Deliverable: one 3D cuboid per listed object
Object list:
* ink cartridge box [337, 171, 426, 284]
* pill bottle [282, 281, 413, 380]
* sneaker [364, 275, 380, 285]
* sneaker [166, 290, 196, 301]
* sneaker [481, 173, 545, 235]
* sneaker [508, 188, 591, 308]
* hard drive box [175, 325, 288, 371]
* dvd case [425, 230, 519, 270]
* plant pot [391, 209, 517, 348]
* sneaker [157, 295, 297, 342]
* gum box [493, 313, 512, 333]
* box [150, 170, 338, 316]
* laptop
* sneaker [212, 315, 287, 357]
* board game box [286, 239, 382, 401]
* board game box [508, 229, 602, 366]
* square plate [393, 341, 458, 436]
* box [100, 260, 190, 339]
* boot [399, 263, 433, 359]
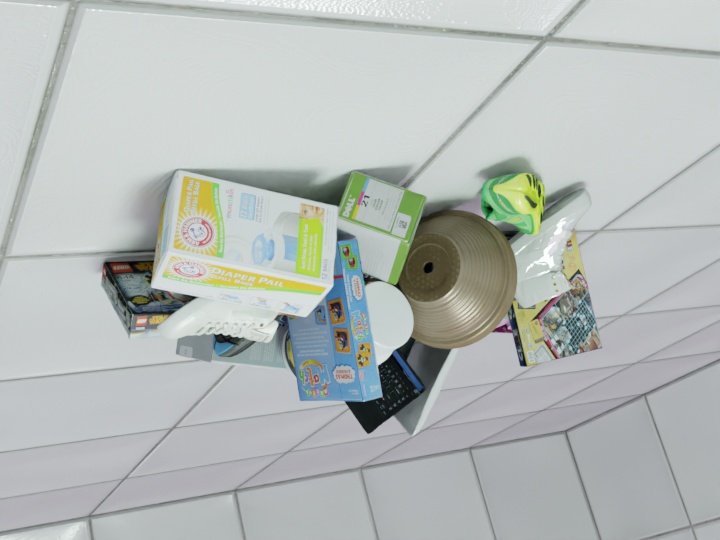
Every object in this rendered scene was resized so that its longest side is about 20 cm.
[{"bbox_3d":[-0.027,-0.069,1.251,0.199,0.076,0.148,20,158,2],"label":"ink cartridge box"},{"bbox_3d":[-0.019,0.093,1.354,0.114,0.115,0.200,0,160,-35],"label":"pill bottle"},{"bbox_3d":[0.000,0.000,1.441,0.199,0.072,0.080,-4,162,-24],"label":"sneaker"},{"bbox_3d":[-0.173,-0.020,1.211,0.082,0.078,0.200,-19,-177,42],"label":"sneaker"},{"bbox_3d":[0.217,-0.101,1.358,0.083,0.074,0.200,7,171,19],"label":"sneaker"},{"bbox_3d":[0.301,-0.028,1.470,0.200,0.116,0.074,-42,-177,24],"label":"sneaker"},{"bbox_3d":[-0.166,0.110,1.485,0.199,0.077,0.156,10,175,-29],"label":"hard drive box"},{"bbox_3d":[0.173,-0.026,1.582,0.199,0.016,0.149,-3,157,-29],"label":"dvd case"},{"bbox_3d":[0.113,0.004,1.346,0.200,0.202,0.093,-23,157,22],"label":"plant pot"},{"bbox_3d":[-0.153,0.059,1.192,0.199,0.085,0.073,-22,173,-35],"label":"sneaker"},{"bbox_3d":[0.220,0.041,1.601,0.199,0.114,0.066,6,152,-45],"label":"gum box"},{"bbox_3d":[-0.138,-0.029,1.130,0.199,0.113,0.101,12,152,-18],"label":"box"},{"bbox_3d":[0.004,0.149,1.476,0.200,0.178,0.103,-41,169,30],"label":"laptop"},{"bbox_3d":[-0.122,0.063,1.359,0.200,0.073,0.082,-40,137,5],"label":"sneaker"},{"bbox_3d":[-0.043,0.069,1.242,0.036,0.201,0.151,-7,178,-36],"label":"board game box"},{"bbox_3d":[0.303,0.044,1.545,0.135,0.201,0.035,-12,178,-11],"label":"board game box"},{"bbox_3d":[0.101,0.152,1.559,0.028,0.199,0.200,23,-175,-20],"label":"square plate"},{"bbox_3d":[-0.230,0.033,1.274,0.199,0.137,0.040,-3,120,-32],"label":"box"},{"bbox_3d":[0.078,0.088,1.530,0.076,0.201,0.168,27,155,-13],"label":"boot"}]
